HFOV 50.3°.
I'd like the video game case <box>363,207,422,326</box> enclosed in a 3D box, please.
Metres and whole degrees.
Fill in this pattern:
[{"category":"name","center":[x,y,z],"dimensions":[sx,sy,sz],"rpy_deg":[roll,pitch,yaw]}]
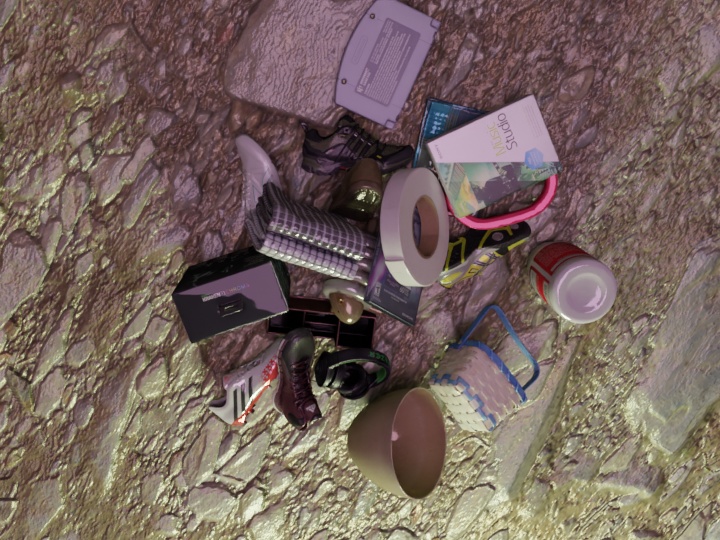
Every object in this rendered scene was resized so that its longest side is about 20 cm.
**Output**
[{"category":"video game case","center":[0.071,-0.019,1.328],"dimensions":[0.143,0.019,0.200],"rpy_deg":[31,67,-49]}]

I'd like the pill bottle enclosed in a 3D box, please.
[{"category":"pill bottle","center":[0.362,0.012,1.350],"dimensions":[0.112,0.200,0.112],"rpy_deg":[-1,105,-4]}]

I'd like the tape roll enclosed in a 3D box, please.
[{"category":"tape roll","center":[0.095,-0.073,1.295],"dimensions":[0.037,0.203,0.203],"rpy_deg":[-1,107,29]}]

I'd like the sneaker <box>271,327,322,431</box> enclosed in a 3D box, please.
[{"category":"sneaker","center":[-0.097,0.204,1.358],"dimensions":[0.076,0.116,0.200],"rpy_deg":[-14,132,-30]}]

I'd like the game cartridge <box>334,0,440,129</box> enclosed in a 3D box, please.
[{"category":"game cartridge","center":[0.038,-0.361,1.319],"dimensions":[0.133,0.042,0.200],"rpy_deg":[24,101,-5]}]

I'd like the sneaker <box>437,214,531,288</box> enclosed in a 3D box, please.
[{"category":"sneaker","center":[0.219,-0.036,1.405],"dimensions":[0.200,0.075,0.076],"rpy_deg":[-24,139,-3]}]

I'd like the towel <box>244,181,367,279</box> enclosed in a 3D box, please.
[{"category":"towel","center":[-0.089,-0.067,1.242],"dimensions":[0.165,0.200,0.086],"rpy_deg":[16,104,-19]}]

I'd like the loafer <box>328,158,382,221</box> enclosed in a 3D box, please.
[{"category":"loafer","center":[-0.002,-0.134,1.303],"dimensions":[0.076,0.200,0.068],"rpy_deg":[16,76,-15]}]

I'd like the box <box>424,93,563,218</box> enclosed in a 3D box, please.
[{"category":"box","center":[0.228,-0.195,1.313],"dimensions":[0.200,0.036,0.144],"rpy_deg":[-25,102,2]}]

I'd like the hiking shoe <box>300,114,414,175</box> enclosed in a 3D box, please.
[{"category":"hiking shoe","center":[-0.005,-0.219,1.330],"dimensions":[0.200,0.076,0.101],"rpy_deg":[-3,108,-2]}]

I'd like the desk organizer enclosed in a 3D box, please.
[{"category":"desk organizer","center":[-0.073,0.095,1.404],"dimensions":[0.200,0.077,0.072],"rpy_deg":[6,104,-6]}]

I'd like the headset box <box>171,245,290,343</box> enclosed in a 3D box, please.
[{"category":"headset box","center":[-0.215,0.031,1.315],"dimensions":[0.174,0.200,0.093],"rpy_deg":[-19,104,0]}]

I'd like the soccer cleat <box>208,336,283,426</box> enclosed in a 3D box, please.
[{"category":"soccer cleat","center":[-0.208,0.200,1.427],"dimensions":[0.085,0.069,0.200],"rpy_deg":[30,105,-15]}]

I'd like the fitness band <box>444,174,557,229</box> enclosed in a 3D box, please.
[{"category":"fitness band","center":[0.248,-0.151,1.361],"dimensions":[0.200,0.037,0.144],"rpy_deg":[-15,102,0]}]

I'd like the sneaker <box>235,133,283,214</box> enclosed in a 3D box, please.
[{"category":"sneaker","center":[-0.175,-0.140,1.333],"dimensions":[0.080,0.070,0.200],"rpy_deg":[-28,104,-11]}]

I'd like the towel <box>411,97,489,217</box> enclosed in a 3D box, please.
[{"category":"towel","center":[0.168,-0.196,1.376],"dimensions":[0.146,0.022,0.200],"rpy_deg":[11,103,-6]}]

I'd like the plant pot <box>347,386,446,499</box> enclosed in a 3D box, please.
[{"category":"plant pot","center":[0.055,0.318,1.430],"dimensions":[0.134,0.200,0.201],"rpy_deg":[-6,108,35]}]

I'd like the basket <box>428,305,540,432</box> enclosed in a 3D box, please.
[{"category":"basket","center":[0.235,0.186,1.428],"dimensions":[0.200,0.139,0.176],"rpy_deg":[-41,103,-22]}]

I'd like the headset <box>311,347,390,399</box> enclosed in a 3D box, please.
[{"category":"headset","center":[-0.036,0.208,1.414],"dimensions":[0.200,0.094,0.123],"rpy_deg":[-27,140,31]}]

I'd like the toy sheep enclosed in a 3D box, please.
[{"category":"toy sheep","center":[0.000,0.000,1.359],"dimensions":[0.138,0.138,0.200],"rpy_deg":[21,66,-9]}]
